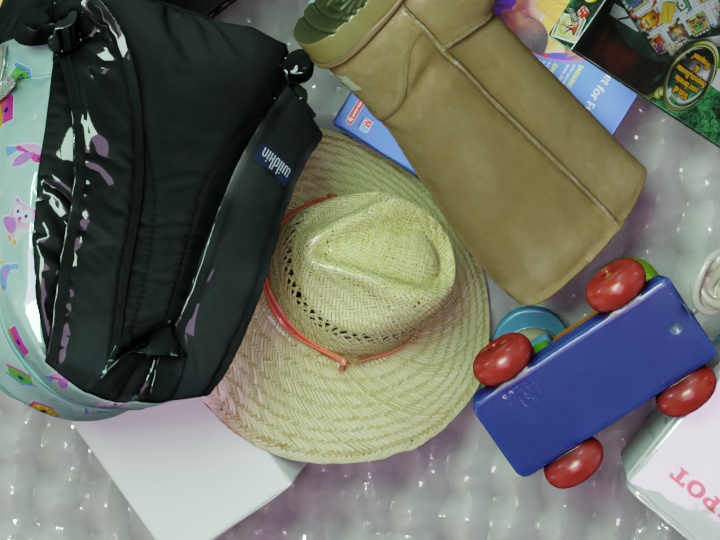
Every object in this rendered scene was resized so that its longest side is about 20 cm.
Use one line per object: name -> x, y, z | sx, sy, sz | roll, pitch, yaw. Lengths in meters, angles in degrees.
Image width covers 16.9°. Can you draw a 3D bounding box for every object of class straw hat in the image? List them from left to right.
straw hat -> 0.000, 0.000, 1.259 | 0.200, 0.085, 0.203 | 9, 70, -25

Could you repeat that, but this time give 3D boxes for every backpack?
backpack -> -0.118, -0.027, 1.181 | 0.166, 0.126, 0.202 | 13, 77, -28

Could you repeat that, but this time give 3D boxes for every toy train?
toy train -> 0.152, 0.022, 1.281 | 0.199, 0.116, 0.085 | -34, 103, 10

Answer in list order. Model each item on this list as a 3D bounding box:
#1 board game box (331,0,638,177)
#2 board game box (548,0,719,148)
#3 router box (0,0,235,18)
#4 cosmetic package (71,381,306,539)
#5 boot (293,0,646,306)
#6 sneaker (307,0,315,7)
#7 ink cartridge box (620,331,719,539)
board game box -> 0.093, -0.130, 1.308 | 0.134, 0.045, 0.201 | 32, 97, 0
board game box -> 0.179, -0.127, 1.239 | 0.023, 0.200, 0.105 | 36, 96, 37
router box -> -0.136, -0.195, 1.314 | 0.199, 0.052, 0.158 | -36, 93, 6
cosmetic package -> -0.116, 0.046, 1.309 | 0.085, 0.108, 0.200 | -36, 93, 12
boot -> 0.082, -0.107, 1.226 | 0.175, 0.066, 0.200 | -43, 120, 3
sneaker -> 0.017, -0.211, 1.269 | 0.072, 0.072, 0.201 | 9, 72, 3
ink cartridge box -> 0.255, 0.075, 1.298 | 0.147, 0.086, 0.200 | 40, 98, -1
